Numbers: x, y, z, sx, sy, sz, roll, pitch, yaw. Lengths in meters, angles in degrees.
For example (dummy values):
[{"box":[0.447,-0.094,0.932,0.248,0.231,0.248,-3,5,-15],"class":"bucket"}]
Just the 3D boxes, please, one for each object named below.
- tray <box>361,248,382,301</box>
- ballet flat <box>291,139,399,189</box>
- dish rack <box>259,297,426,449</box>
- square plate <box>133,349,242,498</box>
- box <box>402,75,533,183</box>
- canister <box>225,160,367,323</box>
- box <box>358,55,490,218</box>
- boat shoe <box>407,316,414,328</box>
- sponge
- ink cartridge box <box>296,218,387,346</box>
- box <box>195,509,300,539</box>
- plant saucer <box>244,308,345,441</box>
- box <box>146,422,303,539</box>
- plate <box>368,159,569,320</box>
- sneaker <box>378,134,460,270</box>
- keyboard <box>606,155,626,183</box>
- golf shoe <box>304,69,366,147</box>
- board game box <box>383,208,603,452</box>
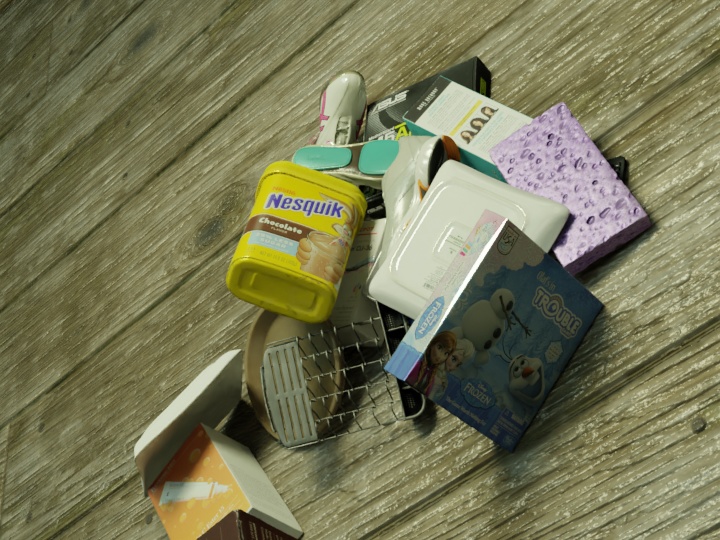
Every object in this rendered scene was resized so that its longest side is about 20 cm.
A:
[{"box":[0.090,-0.034,1.509,0.107,0.022,0.201,23,77,17],"class":"tray"},{"box":[0.002,-0.143,1.598,0.198,0.070,0.070,5,64,24],"class":"ballet flat"},{"box":[-0.026,0.132,1.423,0.198,0.055,0.155,-15,71,5],"class":"dish rack"},{"box":[-0.234,0.204,1.558,0.028,0.200,0.198,39,67,13],"class":"square plate"},{"box":[0.155,-0.179,1.505,0.082,0.049,0.200,-48,51,-11],"class":"box"},{"box":[-0.080,-0.037,1.479,0.201,0.147,0.087,-75,5,-49],"class":"canister"},{"box":[0.090,-0.188,1.637,0.199,0.047,0.194,-19,51,34],"class":"box"},{"box":[0.109,0.089,1.390,0.084,0.068,0.201,-43,41,32],"class":"boat shoe"},{"box":[0.242,-0.099,1.359,0.111,0.030,0.201,-34,54,9],"class":"sponge"},{"box":[0.000,0.000,1.576,0.116,0.067,0.201,-5,58,47],"class":"ink cartridge box"},{"box":[-0.143,0.417,1.327,0.200,0.164,0.167,-40,39,19],"class":"box"},{"box":[-0.086,0.130,1.540,0.199,0.029,0.202,0,90,46],"class":"plant saucer"},{"box":[-0.181,0.314,1.506,0.125,0.097,0.200,-52,36,3],"class":"box"},{"box":[0.118,-0.025,1.361,0.199,0.032,0.201,28,85,40],"class":"plate"},{"box":[0.060,-0.081,1.492,0.092,0.075,0.201,17,86,46],"class":"sneaker"},{"box":[0.228,-0.081,1.410,0.199,0.040,0.105,-19,49,40],"class":"keyboard"},{"box":[-0.030,-0.204,1.728,0.092,0.072,0.201,-110,30,-45],"class":"golf shoe"},{"box":[0.149,0.069,1.243,0.043,0.200,0.200,27,84,51],"class":"board game box"}]
